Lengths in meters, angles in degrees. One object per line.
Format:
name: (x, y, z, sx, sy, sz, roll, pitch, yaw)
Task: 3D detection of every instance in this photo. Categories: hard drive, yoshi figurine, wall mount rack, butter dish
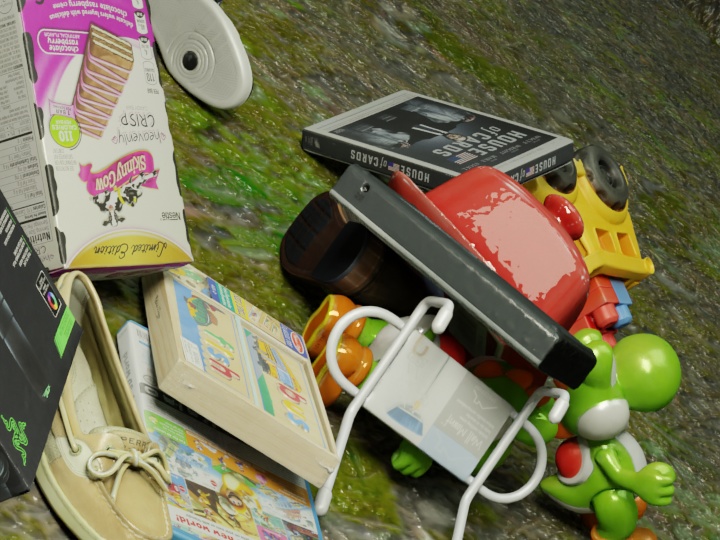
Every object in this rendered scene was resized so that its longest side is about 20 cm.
hard drive: (0.077, 0.006, 1.482, 0.200, 0.033, 0.139, 40, 3, 20)
yoshi figurine: (0.047, 0.100, 1.534, 0.198, 0.113, 0.112, 21, -10, -18)
wall mount rack: (0.050, 0.123, 1.435, 0.199, 0.175, 0.074, 37, -9, -19)
yoshi figurine: (0.212, 0.130, 1.613, 0.112, 0.202, 0.112, 16, 41, 35)
butter dish: (0.121, -0.007, 1.686, 0.200, 0.147, 0.200, 50, -18, 14)

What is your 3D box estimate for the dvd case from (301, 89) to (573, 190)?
dvd case: (0.069, -0.113, 1.845, 0.199, 0.025, 0.150, 19, 29, 35)

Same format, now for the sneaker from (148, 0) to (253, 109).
sneaker: (-0.139, -0.222, 1.807, 0.200, 0.073, 0.112, 49, 23, 18)

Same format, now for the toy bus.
toy bus: (0.186, -0.013, 1.954, 0.199, 0.135, 0.194, 9, 55, -52)

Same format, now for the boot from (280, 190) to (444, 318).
boot: (0.000, 0.000, 1.618, 0.097, 0.075, 0.200, 38, 3, -20)

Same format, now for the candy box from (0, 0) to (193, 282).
candy box: (-0.189, -0.095, 1.363, 0.136, 0.061, 0.202, -5, 84, -57)

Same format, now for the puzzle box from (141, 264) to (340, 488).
puzzle box: (-0.084, 0.062, 1.394, 0.133, 0.025, 0.200, 34, 13, -21)

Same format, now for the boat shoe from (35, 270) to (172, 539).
boat shoe: (-0.155, 0.089, 1.216, 0.073, 0.063, 0.201, 22, 30, -43)

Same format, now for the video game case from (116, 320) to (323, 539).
video game case: (-0.088, 0.127, 1.327, 0.143, 0.018, 0.201, 31, 24, -31)

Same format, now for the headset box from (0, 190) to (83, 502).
headset box: (-0.236, 0.019, 1.079, 0.175, 0.092, 0.201, -85, 151, -64)
